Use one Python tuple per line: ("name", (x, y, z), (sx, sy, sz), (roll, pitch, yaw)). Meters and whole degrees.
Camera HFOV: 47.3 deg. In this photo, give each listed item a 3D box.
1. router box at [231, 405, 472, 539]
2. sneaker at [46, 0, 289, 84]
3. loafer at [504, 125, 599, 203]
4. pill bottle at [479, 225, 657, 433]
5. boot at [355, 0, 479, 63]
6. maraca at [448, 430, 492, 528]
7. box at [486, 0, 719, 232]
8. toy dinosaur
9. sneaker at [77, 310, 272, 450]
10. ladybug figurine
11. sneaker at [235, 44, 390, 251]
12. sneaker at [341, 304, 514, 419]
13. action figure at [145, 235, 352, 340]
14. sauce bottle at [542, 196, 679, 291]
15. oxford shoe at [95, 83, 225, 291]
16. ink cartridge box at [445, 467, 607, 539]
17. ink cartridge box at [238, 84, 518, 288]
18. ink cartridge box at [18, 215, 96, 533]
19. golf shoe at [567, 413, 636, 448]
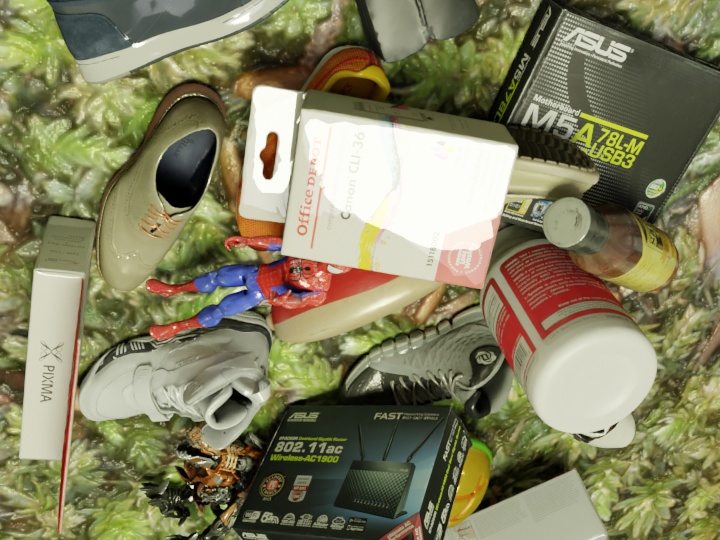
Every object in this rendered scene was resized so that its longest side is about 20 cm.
("router box", (-0.006, 0.207, 0.794), (0.198, 0.150, 0.062), (-5, 130, 30))
("sneaker", (-0.140, -0.234, 0.579), (0.201, 0.077, 0.147), (-22, 127, 2))
("loafer", (0.098, -0.081, 0.696), (0.198, 0.076, 0.069), (8, 122, 5))
("pill bottle", (0.176, 0.043, 0.757), (0.111, 0.201, 0.113), (-6, 124, -9))
("boot", (0.058, -0.274, 0.609), (0.163, 0.066, 0.201), (-16, 121, 7))
("maraca", (0.083, 0.239, 0.918), (0.136, 0.108, 0.201), (-15, 143, -3))
("box", (0.214, -0.123, 0.755), (0.198, 0.048, 0.194), (14, 120, -21))
("toy dinosaur", (-0.145, 0.235, 0.867), (0.135, 0.102, 0.201), (-37, 120, -8))
("sneaker", (-0.172, 0.113, 0.765), (0.198, 0.115, 0.076), (-21, 124, 0))
("ladybug figurine", (0.000, 0.000, 0.736), (0.199, 0.136, 0.072), (-25, 101, 6))
("sneaker", (-0.048, -0.096, 0.689), (0.072, 0.077, 0.201), (22, 115, -24))
("sneaker", (0.076, 0.115, 0.828), (0.199, 0.116, 0.075), (-30, 124, 5))
("action figure", (-0.104, 0.011, 0.671), (0.198, 0.066, 0.099), (-14, 168, 22))
("sauce bottle", (0.219, -0.023, 0.710), (0.066, 0.066, 0.199), (-50, 148, 18))
("oxford shoe", (-0.172, -0.056, 0.684), (0.070, 0.074, 0.201), (17, 117, -26))
("ink cartridge box", (0.189, 0.336, 1.000), (0.198, 0.084, 0.176), (-24, 150, 2))
("ink cartridge box", (0.006, -0.065, 0.625), (0.198, 0.068, 0.118), (9, 113, -3))
("ink cartridge box", (-0.258, 0.084, 0.689), (0.044, 0.177, 0.202), (7, 119, -17))
("golf shoe", (0.255, 0.166, 0.919), (0.199, 0.095, 0.078), (36, 107, -31))
